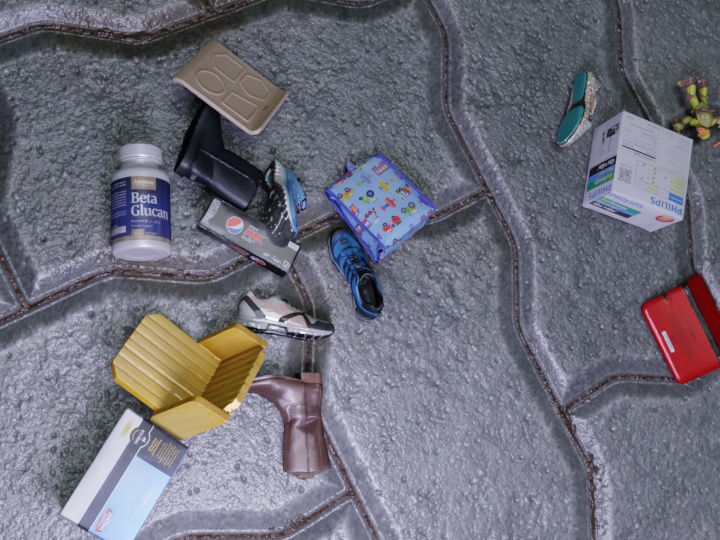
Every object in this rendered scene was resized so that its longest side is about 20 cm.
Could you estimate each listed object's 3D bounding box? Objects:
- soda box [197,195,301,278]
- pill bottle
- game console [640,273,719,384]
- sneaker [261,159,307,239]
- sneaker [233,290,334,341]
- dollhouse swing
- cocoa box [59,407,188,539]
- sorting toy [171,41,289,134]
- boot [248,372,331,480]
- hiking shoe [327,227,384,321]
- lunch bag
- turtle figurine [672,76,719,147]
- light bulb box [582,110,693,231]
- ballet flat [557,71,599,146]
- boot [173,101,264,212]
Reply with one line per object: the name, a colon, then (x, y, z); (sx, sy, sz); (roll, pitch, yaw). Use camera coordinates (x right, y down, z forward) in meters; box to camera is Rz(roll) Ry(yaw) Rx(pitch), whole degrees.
soda box: (-0.217, -0.064, 1.649); (0.198, 0.071, 0.064); (30, 75, -8)
pill bottle: (-0.411, -0.128, 1.581); (0.109, 0.111, 0.204); (-1, 78, -18)
game console: (0.756, 0.132, 1.946); (0.170, 0.119, 0.203); (-27, 85, 10)
sneaker: (-0.136, -0.137, 1.659); (0.089, 0.079, 0.202); (20, 39, -28)
sneaker: (-0.142, 0.088, 1.640); (0.196, 0.074, 0.081); (12, 72, -15)
dollhouse swing: (-0.301, 0.156, 1.488); (0.177, 0.180, 0.201); (52, 36, -20)
cocoa box: (-0.405, 0.361, 1.460); (0.130, 0.133, 0.202); (33, 70, -8)
sorting toy: (-0.258, -0.363, 1.693); (0.198, 0.037, 0.186); (32, 40, -6)
boot: (-0.149, 0.298, 1.600); (0.183, 0.064, 0.204); (-1, 83, -16)
hiking shoe: (0.000, 0.000, 1.697); (0.074, 0.087, 0.203); (-24, 86, -21)
lunch bag: (0.032, -0.145, 1.748); (0.150, 0.094, 0.201); (-37, 81, -19)
turtle figurine: (0.819, -0.386, 2.059); (0.196, 0.064, 0.164); (-5, 79, -19)
light bulb box: (0.632, -0.222, 1.930); (0.195, 0.125, 0.203); (18, 74, -14)
ballet flat: (0.512, -0.366, 1.956); (0.063, 0.075, 0.203); (28, 74, -26)
boot: (-0.268, -0.226, 1.673); (0.167, 0.076, 0.203); (30, 50, -25)
